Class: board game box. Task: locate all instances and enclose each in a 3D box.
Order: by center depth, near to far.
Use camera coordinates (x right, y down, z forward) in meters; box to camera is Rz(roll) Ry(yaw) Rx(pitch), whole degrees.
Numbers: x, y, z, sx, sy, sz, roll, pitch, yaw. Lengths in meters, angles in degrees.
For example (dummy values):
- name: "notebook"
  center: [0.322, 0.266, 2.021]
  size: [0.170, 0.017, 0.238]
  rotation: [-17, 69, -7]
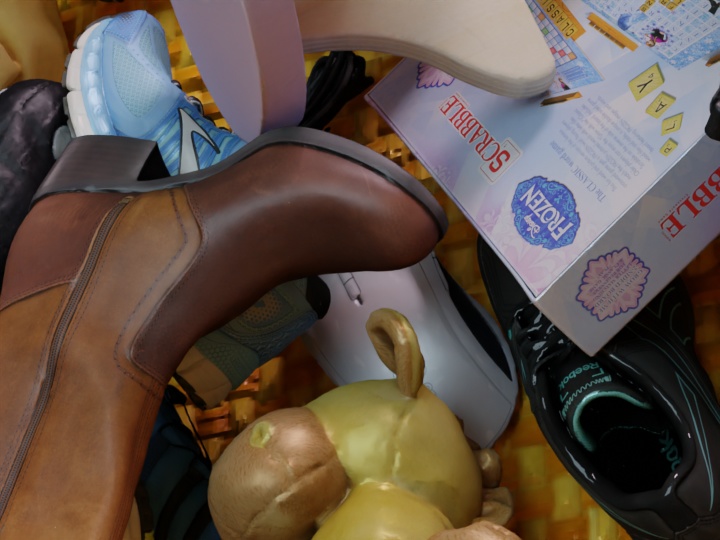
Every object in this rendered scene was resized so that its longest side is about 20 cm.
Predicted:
- name: "board game box"
  center: [0.114, -0.089, 1.142]
  size: [0.199, 0.041, 0.200]
  rotation: [-44, 32, 5]

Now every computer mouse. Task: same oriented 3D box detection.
- name: "computer mouse"
  center: [0.000, 0.000, 1.221]
  size: [0.110, 0.044, 0.200]
  rotation: [-42, 54, 10]

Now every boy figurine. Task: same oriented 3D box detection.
- name: "boy figurine"
  center: [-0.169, -0.103, 1.335]
  size: [0.064, 0.124, 0.201]
  rotation: [6, 103, 10]

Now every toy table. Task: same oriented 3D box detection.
- name: "toy table"
  center: [-0.012, -0.133, 1.131]
  size: [0.117, 0.200, 0.185]
  rotation: [-23, 86, -10]

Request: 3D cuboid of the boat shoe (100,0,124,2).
- name: "boat shoe"
  center: [-0.070, -0.209, 1.339]
  size: [0.065, 0.073, 0.201]
  rotation: [27, 91, 4]

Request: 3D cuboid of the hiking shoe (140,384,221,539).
- name: "hiking shoe"
  center: [-0.059, 0.114, 1.201]
  size: [0.086, 0.074, 0.201]
  rotation: [-23, 69, 14]

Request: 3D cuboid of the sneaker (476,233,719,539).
- name: "sneaker"
  center: [0.098, 0.035, 1.124]
  size: [0.075, 0.079, 0.200]
  rotation: [-42, 52, 12]

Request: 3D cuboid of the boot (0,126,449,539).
- name: "boot"
  center: [-0.077, 0.038, 1.090]
  size: [0.187, 0.069, 0.201]
  rotation: [7, 56, 24]

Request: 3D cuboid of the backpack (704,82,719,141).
- name: "backpack"
  center: [0.241, -0.049, 1.017]
  size: [0.200, 0.183, 0.135]
  rotation: [-42, 62, -5]

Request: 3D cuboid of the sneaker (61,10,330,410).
- name: "sneaker"
  center: [-0.064, -0.035, 1.231]
  size: [0.090, 0.078, 0.201]
  rotation: [-26, 56, 4]

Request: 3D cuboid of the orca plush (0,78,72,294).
- name: "orca plush"
  center: [-0.193, -0.009, 1.241]
  size: [0.200, 0.071, 0.105]
  rotation: [-42, 59, -3]

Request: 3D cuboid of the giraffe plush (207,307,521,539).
- name: "giraffe plush"
  center: [0.005, 0.107, 1.094]
  size: [0.173, 0.199, 0.163]
  rotation: [-47, 46, 38]

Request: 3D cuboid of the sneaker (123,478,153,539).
- name: "sneaker"
  center: [-0.178, 0.111, 1.190]
  size: [0.199, 0.076, 0.076]
  rotation: [-17, 77, 39]
